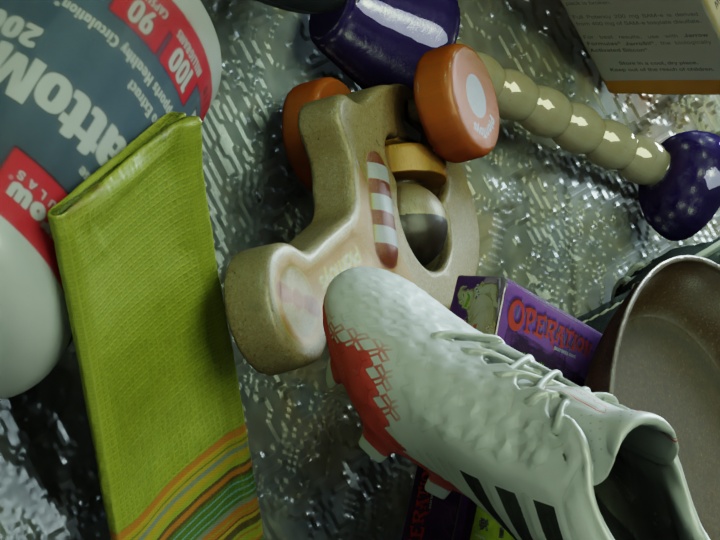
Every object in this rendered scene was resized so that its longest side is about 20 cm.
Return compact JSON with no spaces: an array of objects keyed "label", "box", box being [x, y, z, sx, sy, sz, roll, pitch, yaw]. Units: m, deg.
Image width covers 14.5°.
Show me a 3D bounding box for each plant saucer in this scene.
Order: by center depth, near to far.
[{"label":"plant saucer","box":[0.135,0.095,1.105,0.200,0.032,0.202,29,54,-49]}]

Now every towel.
[{"label":"towel","box":[-0.067,0.050,1.007,0.086,0.018,0.201,-47,136,-50]}]

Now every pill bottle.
[{"label":"pill bottle","box":[-0.141,-0.024,0.994,0.119,0.119,0.201,39,55,-17]}]

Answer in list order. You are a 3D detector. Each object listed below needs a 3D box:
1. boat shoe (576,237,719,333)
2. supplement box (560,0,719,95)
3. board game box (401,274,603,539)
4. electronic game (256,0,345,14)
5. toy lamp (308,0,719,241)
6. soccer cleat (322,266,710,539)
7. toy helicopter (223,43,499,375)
[{"label":"boat shoe","box":[0.143,0.022,1.215,0.199,0.076,0.060,-13,51,-29]},{"label":"supplement box","box":[0.122,-0.185,1.210,0.200,0.073,0.127,55,47,-46]},{"label":"board game box","box":[0.089,0.089,1.116,0.200,0.032,0.121,29,73,-49]},{"label":"electronic game","box":[-0.083,-0.165,1.076,0.199,0.042,0.200,35,18,-13]},{"label":"toy lamp","box":[0.067,-0.072,1.201,0.199,0.058,0.059,27,60,-28]},{"label":"soccer cleat","box":[0.064,0.061,0.973,0.068,0.085,0.200,-19,60,-43]},{"label":"toy helicopter","box":[0.000,0.000,1.084,0.200,0.078,0.133,-39,114,-61]}]
